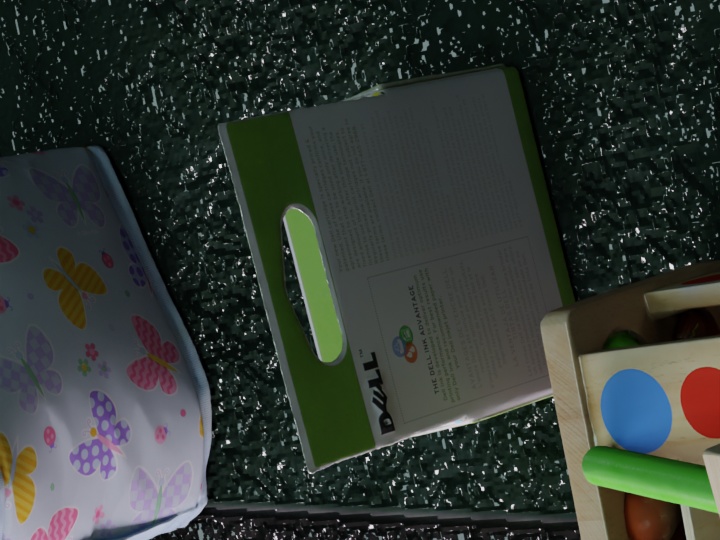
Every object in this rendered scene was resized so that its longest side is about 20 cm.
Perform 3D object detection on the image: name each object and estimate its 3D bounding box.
[{"bbox_3d":[0.141,0.067,0.970,0.156,0.200,0.125,-8,94,39],"label":"pounding bench toy"},{"bbox_3d":[-0.177,0.054,1.250,0.127,0.169,0.201,-35,77,37],"label":"lunch bag"},{"bbox_3d":[0.000,0.000,1.072,0.076,0.200,0.148,-14,90,40],"label":"ink cartridge box"}]
